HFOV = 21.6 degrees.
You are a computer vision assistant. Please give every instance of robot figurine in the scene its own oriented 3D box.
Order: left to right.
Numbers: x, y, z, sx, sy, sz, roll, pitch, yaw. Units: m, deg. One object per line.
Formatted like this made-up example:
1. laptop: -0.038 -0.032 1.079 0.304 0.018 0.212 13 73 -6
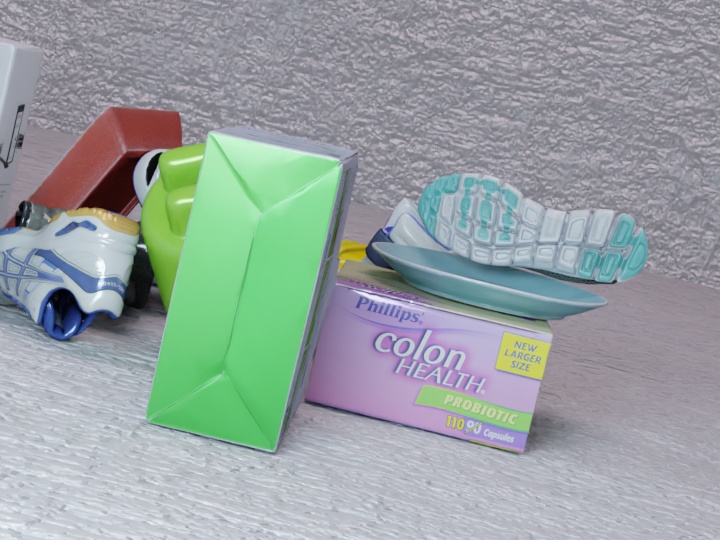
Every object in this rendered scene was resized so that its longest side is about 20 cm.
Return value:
1. robot figurine: -0.106 -0.011 1.479 0.116 0.200 0.175 -14 50 -4

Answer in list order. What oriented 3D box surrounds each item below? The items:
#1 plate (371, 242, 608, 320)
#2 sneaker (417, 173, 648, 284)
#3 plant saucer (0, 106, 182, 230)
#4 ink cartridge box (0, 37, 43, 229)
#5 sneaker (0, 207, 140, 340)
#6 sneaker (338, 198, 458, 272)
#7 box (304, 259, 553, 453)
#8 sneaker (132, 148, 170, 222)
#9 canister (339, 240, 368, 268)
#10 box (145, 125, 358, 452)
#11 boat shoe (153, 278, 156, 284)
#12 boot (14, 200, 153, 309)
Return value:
1. plate: 0.103 0.012 1.543 0.200 0.026 0.200 13 7 -2
2. sneaker: 0.146 -0.025 1.619 0.200 0.078 0.091 18 -9 10
3. plant saucer: -0.247 -0.063 1.717 0.037 0.200 0.200 43 11 7
4. ink cartridge box: -0.430 -0.153 1.962 0.146 0.200 0.084 14 6 11
5. sneaker: -0.248 0.012 1.471 0.075 0.088 0.200 16 -20 -34
6. sneaker: 0.000 0.000 1.683 0.200 0.147 0.081 14 7 5
7. box: 0.056 0.065 1.528 0.176 0.097 0.200 14 5 1
8. sneaker: -0.183 -0.042 1.757 0.146 0.081 0.200 2 -28 40
9. canister: 0.057 0.038 1.827 0.200 0.087 0.149 17 7 19
10. box: -0.069 0.006 1.306 0.097 0.200 0.176 13 7 1
11. boat shoe: -0.195 -0.032 1.886 0.200 0.091 0.071 14 6 7
12. boot: -0.238 -0.022 1.615 0.131 0.068 0.200 14 -12 -6
